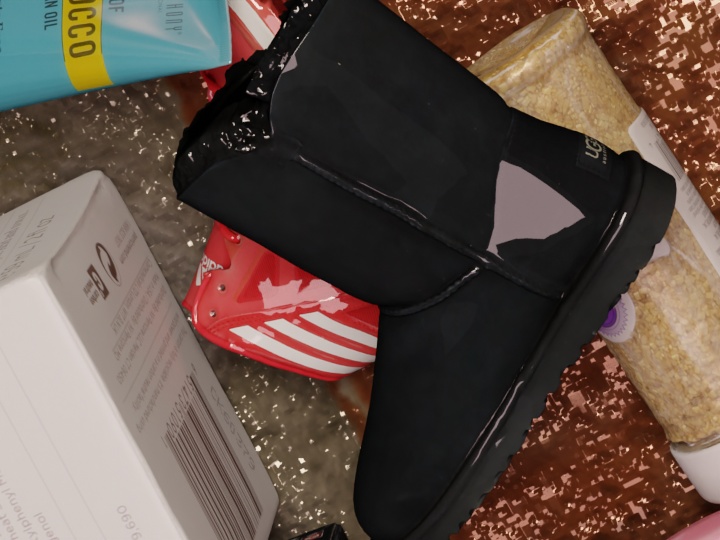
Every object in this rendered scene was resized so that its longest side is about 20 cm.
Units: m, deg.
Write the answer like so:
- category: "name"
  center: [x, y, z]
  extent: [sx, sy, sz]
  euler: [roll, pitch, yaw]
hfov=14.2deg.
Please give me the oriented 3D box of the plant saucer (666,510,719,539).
- category: "plant saucer"
  center: [0.180, 0.164, 1.175]
  extent: [0.199, 0.051, 0.201]
  euler: [-2, 122, -3]

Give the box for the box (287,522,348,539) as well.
- category: "box"
  center: [-0.045, 0.226, 1.233]
  extent: [0.158, 0.046, 0.201]
  euler: [-20, 103, 10]

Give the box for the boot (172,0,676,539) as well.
- category: "boot"
  center: [0.000, 0.000, 1.089]
  extent: [0.168, 0.077, 0.201]
  euler: [28, 117, -10]

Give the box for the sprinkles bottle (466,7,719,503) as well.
- category: "sprinkles bottle"
  center: [0.112, -0.005, 1.147]
  extent: [0.068, 0.068, 0.200]
  euler: [-32, 100, 12]

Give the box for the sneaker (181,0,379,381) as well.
- category: "sneaker"
  center: [-0.046, -0.038, 1.145]
  extent: [0.115, 0.078, 0.200]
  euler: [-36, 99, 12]

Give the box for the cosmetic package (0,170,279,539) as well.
- category: "cosmetic package"
  center: [-0.161, 0.090, 1.143]
  extent: [0.199, 0.165, 0.166]
  euler: [-25, 102, 9]

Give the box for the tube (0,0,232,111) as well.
- category: "tube"
  center: [-0.138, -0.089, 1.108]
  extent: [0.199, 0.050, 0.078]
  euler: [-13, 67, 20]
